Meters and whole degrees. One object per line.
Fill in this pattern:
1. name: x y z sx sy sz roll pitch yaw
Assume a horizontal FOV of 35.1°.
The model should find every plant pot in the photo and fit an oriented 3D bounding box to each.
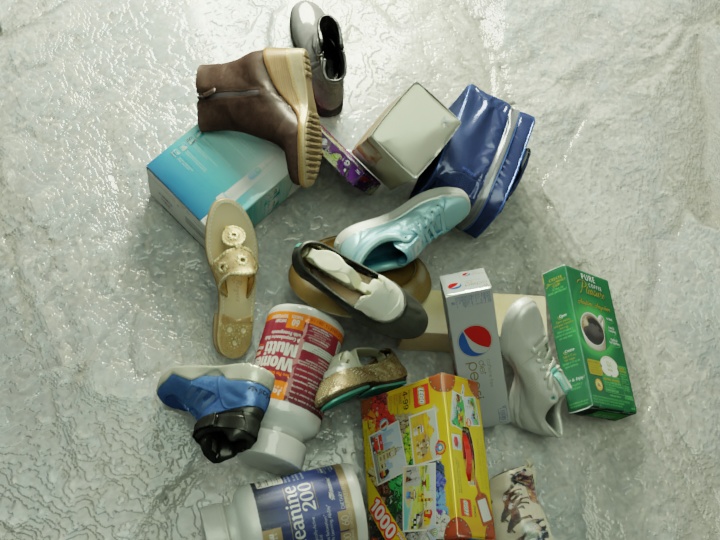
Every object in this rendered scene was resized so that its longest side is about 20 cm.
1. plant pot: 0.000 0.000 1.550 0.196 0.028 0.201 3 31 -2

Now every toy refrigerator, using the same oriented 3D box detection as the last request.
1. toy refrigerator: 0.153 0.070 1.577 0.196 0.076 0.071 4 67 -5

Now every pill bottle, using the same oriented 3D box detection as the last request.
1. pill bottle: -0.097 0.315 1.423 0.197 0.111 0.113 -11 69 -12
2. pill bottle: -0.095 0.156 1.490 0.108 0.110 0.203 16 66 -1

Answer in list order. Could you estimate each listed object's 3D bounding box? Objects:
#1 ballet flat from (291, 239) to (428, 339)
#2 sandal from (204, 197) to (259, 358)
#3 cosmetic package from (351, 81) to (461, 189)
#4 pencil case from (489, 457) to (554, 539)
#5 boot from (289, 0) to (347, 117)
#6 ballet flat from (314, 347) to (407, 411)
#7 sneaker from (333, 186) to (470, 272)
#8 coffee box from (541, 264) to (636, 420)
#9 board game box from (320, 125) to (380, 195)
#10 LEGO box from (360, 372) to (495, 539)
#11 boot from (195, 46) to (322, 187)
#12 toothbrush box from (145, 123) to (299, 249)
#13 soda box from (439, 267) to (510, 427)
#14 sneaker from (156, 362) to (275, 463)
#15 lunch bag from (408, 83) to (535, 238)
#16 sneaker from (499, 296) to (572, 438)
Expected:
1. ballet flat: -0.004 0.024 1.439 0.198 0.069 0.069 29 75 8
2. sandal: -0.159 0.012 1.514 0.077 0.069 0.216 -3 96 -30
3. cosmetic package: 0.059 -0.184 1.584 0.087 0.200 0.104 42 83 -6
4. pencil case: 0.217 0.349 1.468 0.088 0.078 0.203 -21 70 11
5. boot: -0.054 -0.342 1.687 0.069 0.132 0.203 -14 70 -12
6. ballet flat: -0.008 0.136 1.485 0.070 0.199 0.066 -30 78 26
7. sneaker: 0.067 -0.041 1.520 0.198 0.075 0.082 -26 43 -7
8. coffee box: 0.315 0.101 1.572 0.122 0.044 0.203 14 61 -46
9. board game box: -0.058 -0.190 1.634 0.032 0.120 0.200 -45 79 3
10. LEGO box: 0.083 0.252 1.447 0.077 0.148 0.203 17 59 -43
11. boot: -0.141 -0.202 1.563 0.164 0.072 0.204 -9 80 16
12. toothbrush box: -0.182 -0.141 1.613 0.146 0.086 0.200 42 70 11
13. soda box: 0.151 0.105 1.500 0.063 0.068 0.203 -10 113 0
14. sneaker: -0.196 0.184 1.434 0.198 0.077 0.113 -8 57 37
15. lunch bag: 0.170 -0.157 1.637 0.131 0.136 0.202 27 69 -7
16. sneaker: 0.239 0.130 1.498 0.075 0.203 0.088 -30 34 -31
